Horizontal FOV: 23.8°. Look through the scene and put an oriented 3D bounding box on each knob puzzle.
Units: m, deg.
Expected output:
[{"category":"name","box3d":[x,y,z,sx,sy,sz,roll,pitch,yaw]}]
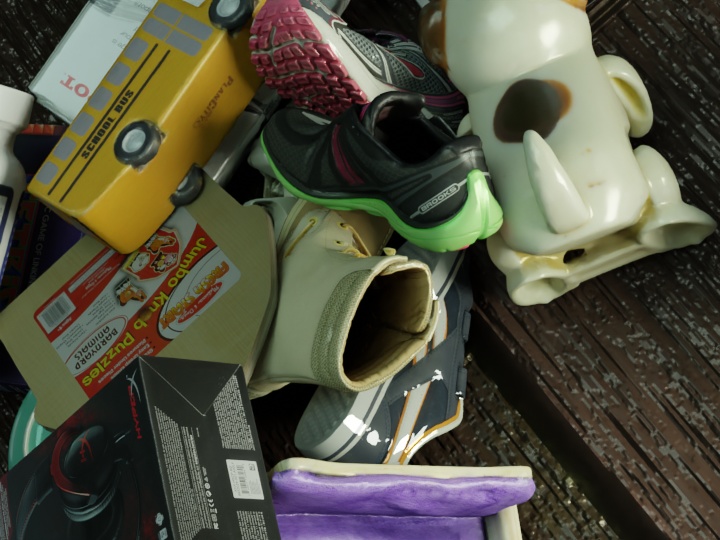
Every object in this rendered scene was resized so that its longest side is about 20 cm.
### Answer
[{"category":"knob puzzle","box3d":[-0.128,0.036,1.096,0.219,0.030,0.220,-16,52,21]}]

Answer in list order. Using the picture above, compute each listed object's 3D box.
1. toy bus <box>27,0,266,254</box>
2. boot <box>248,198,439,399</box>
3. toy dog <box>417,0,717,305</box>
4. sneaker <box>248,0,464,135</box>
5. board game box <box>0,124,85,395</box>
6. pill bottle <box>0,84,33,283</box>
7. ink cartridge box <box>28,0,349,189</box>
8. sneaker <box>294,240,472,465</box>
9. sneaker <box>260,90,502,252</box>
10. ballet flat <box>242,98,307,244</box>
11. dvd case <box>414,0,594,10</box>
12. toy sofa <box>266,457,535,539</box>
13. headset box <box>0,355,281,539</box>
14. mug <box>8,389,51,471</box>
[{"category":"toy bus","box3d":[-0.126,-0.110,1.121,0.078,0.065,0.200,28,81,35]},{"category":"boot","box3d":[0.000,0.000,1.089,0.155,0.073,0.200,-8,38,53]},{"category":"toy dog","box3d":[0.108,-0.097,1.079,0.139,0.194,0.201,-26,71,26]},{"category":"sneaker","box3d":[-0.001,-0.132,1.127,0.080,0.200,0.075,9,74,36]},{"category":"board game box","box3d":[-0.266,-0.010,1.277,0.165,0.057,0.201,3,75,25]},{"category":"pill bottle","box3d":[-0.290,-0.034,1.148,0.115,0.116,0.201,15,89,26]},{"category":"ink cartridge box","box3d":[-0.118,-0.160,1.212,0.145,0.083,0.200,34,84,0]},{"category":"sneaker","box3d":[0.031,0.060,1.125,0.078,0.079,0.200,-16,38,53]},{"category":"sneaker","box3d":[0.014,-0.076,1.053,0.200,0.077,0.084,22,124,44]},{"category":"ballet flat","box3d":[-0.050,-0.054,1.188,0.069,0.069,0.201,0,73,23]},{"category":"dvd case","box3d":[0.091,-0.249,1.222,0.150,0.025,0.200,-37,64,8]},{"category":"toy sofa","box3d":[0.012,0.167,1.018,0.098,0.199,0.083,-34,57,50]},{"category":"headset box","box3d":[-0.136,0.160,0.981,0.200,0.075,0.149,-38,55,40]},{"category":"mug","box3d":[-0.167,0.111,1.163,0.152,0.114,0.185,-29,66,12]}]
